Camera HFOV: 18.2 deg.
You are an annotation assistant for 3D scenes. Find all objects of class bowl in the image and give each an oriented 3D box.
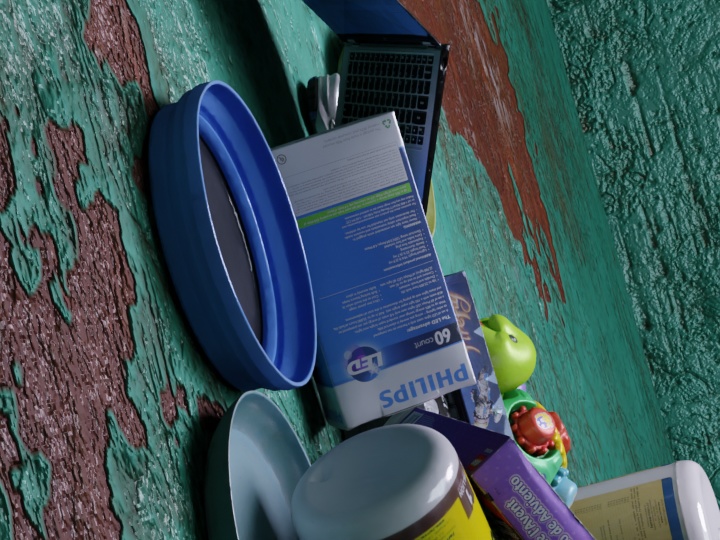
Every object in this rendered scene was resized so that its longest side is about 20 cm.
[{"bbox_3d":[-0.081,-0.019,1.424,0.201,0.039,0.202,-16,90,-77],"label":"bowl"}]

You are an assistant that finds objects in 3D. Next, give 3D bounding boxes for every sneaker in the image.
[{"bbox_3d":[0.021,-0.078,1.838,0.076,0.077,0.201,-92,162,-51],"label":"sneaker"}]

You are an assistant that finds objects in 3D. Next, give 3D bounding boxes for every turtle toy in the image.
[{"bbox_3d":[0.115,0.132,1.839,0.146,0.101,0.201,-127,-166,-65],"label":"turtle toy"}]

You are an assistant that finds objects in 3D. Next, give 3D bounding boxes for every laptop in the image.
[{"bbox_3d":[-0.025,-0.149,1.668,0.187,0.115,0.201,-164,-100,-67],"label":"laptop"}]

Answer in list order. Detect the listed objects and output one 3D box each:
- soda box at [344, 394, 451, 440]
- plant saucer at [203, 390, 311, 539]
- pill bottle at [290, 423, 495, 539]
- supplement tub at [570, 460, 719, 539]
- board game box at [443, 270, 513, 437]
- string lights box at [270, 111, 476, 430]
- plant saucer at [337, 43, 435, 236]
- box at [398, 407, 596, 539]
[{"bbox_3d":[0.039,0.178,1.618,0.063,0.070,0.201,42,34,-59],"label":"soda box"},{"bbox_3d":[-0.051,0.172,1.349,0.200,0.027,0.201,-17,90,-76],"label":"plant saucer"},{"bbox_3d":[0.040,0.202,1.388,0.109,0.109,0.201,-82,152,-60],"label":"pill bottle"},{"bbox_3d":[0.224,0.261,2.006,0.145,0.199,0.145,-16,90,-76],"label":"supplement tub"},{"bbox_3d":[0.065,0.107,1.727,0.135,0.034,0.201,-16,-90,65],"label":"board game box"},{"bbox_3d":[0.000,0.000,1.574,0.059,0.102,0.201,-177,-111,-75],"label":"string lights box"},{"bbox_3d":[0.020,-0.119,1.982,0.200,0.031,0.201,-15,90,-77],"label":"plant saucer"},{"bbox_3d":[0.095,0.161,1.482,0.137,0.039,0.200,49,-11,-11],"label":"box"}]
